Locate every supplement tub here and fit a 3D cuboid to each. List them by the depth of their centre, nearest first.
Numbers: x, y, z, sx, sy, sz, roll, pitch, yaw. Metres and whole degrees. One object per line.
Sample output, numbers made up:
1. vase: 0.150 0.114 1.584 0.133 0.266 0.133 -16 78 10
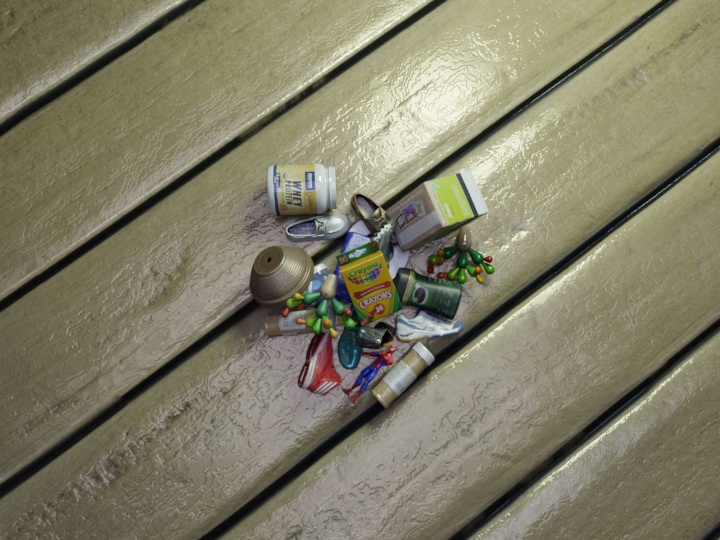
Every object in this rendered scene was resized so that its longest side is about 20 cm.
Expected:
1. supplement tub: -0.168 -0.236 1.742 0.196 0.144 0.147 -3 83 -2

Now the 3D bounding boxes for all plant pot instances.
1. plant pot: -0.237 -0.003 1.685 0.197 0.093 0.203 -13 49 16

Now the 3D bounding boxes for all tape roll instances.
1. tape roll: 0.047 -0.061 1.780 0.199 0.037 0.207 0 82 -1

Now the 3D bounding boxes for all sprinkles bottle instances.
1. sprinkles bottle: -0.173 0.148 1.705 0.196 0.068 0.070 -7 82 15
2. sprinkles bottle: 0.121 0.300 1.713 0.200 0.068 0.068 -44 86 -6

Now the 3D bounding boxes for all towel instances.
1. towel: 0.000 0.000 1.716 0.145 0.050 0.203 19 70 -5

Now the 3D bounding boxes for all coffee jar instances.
1. coffee jar: 0.188 0.064 1.723 0.197 0.085 0.106 17 107 1

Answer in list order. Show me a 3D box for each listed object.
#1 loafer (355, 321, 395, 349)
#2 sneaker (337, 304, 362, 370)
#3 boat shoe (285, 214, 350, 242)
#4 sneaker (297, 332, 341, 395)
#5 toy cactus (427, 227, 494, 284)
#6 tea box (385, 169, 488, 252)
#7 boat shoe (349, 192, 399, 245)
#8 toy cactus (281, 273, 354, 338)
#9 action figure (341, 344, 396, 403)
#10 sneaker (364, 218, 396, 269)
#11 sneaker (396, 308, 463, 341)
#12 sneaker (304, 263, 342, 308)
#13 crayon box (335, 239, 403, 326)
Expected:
1. loafer: 0.060 0.190 1.670 0.071 0.199 0.074 17 101 25
2. sneaker: -0.023 0.184 1.725 0.076 0.080 0.204 9 83 0
3. boat shoe: -0.126 -0.129 1.767 0.196 0.069 0.073 -4 83 -2
4. sneaker: -0.098 0.263 1.731 0.114 0.078 0.203 29 75 -22
5. toy cactus: 0.299 -0.046 1.758 0.196 0.102 0.168 5 73 8
6. tea box: 0.212 -0.166 1.682 0.195 0.199 0.136 -19 82 -35
7. boat shoe: 0.045 -0.149 1.736 0.199 0.072 0.076 42 84 4
8. toy cactus: -0.104 0.088 1.618 0.197 0.102 0.168 14 73 17
9. action figure: 0.021 0.274 1.695 0.200 0.099 0.065 -44 44 -5
10. sneaker: 0.055 -0.047 1.673 0.090 0.066 0.202 34 85 -8
11. sneaker: 0.200 0.152 1.738 0.196 0.075 0.090 -6 82 -3
12. sneaker: -0.145 0.089 1.732 0.198 0.081 0.148 -33 81 -11
13. crayon box: 0.023 0.034 1.621 0.125 0.051 0.203 -22 105 1
